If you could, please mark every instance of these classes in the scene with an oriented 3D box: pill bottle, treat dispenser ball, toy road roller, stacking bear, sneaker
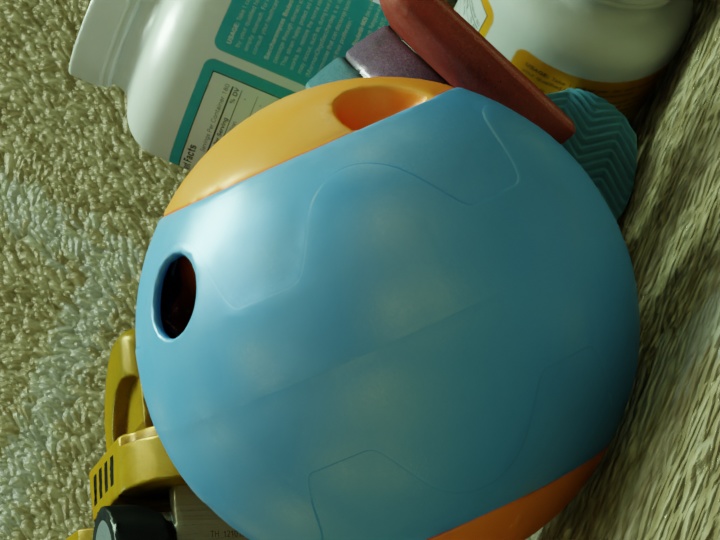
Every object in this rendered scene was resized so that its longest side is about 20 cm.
[{"bbox_3d":[0.105,-0.123,1.464,0.200,0.111,0.111,119,174,-53],"label":"pill bottle"},{"bbox_3d":[0.011,0.023,1.133,0.201,0.201,0.201,-155,90,-87],"label":"treat dispenser ball"},{"bbox_3d":[-0.037,-0.089,1.379,0.111,0.200,0.111,-157,90,-88],"label":"pill bottle"},{"bbox_3d":[-0.082,0.108,1.411,0.200,0.123,0.146,135,131,-68],"label":"toy road roller"},{"bbox_3d":[-0.010,-0.028,1.274,0.200,0.114,0.121,-47,2,5],"label":"stacking bear"},{"bbox_3d":[0.073,0.002,1.394,0.200,0.076,0.081,-65,2,-17],"label":"sneaker"}]

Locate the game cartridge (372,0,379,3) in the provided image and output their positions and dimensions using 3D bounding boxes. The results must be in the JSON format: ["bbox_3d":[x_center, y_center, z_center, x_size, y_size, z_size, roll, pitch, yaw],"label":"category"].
[{"bbox_3d":[0.056,-0.111,1.695,0.130,0.038,0.200,-21,-38,-26],"label":"game cartridge"}]

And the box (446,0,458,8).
[{"bbox_3d":[0.117,-0.211,1.494,0.156,0.041,0.200,-11,-30,-44],"label":"box"}]
